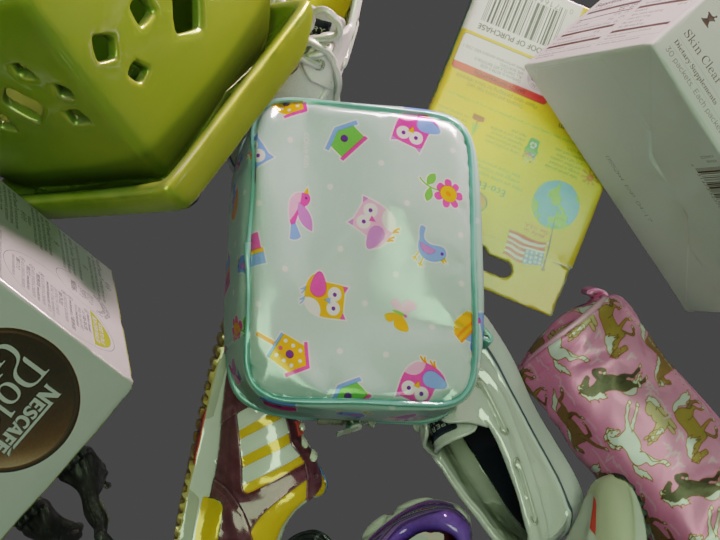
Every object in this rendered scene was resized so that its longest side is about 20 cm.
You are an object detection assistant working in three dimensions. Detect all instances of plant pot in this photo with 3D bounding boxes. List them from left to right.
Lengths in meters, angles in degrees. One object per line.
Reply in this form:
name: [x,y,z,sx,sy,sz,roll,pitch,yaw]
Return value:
plant pot: [-0.159,-0.143,1.257,0.182,0.199,0.200,55,52,-30]

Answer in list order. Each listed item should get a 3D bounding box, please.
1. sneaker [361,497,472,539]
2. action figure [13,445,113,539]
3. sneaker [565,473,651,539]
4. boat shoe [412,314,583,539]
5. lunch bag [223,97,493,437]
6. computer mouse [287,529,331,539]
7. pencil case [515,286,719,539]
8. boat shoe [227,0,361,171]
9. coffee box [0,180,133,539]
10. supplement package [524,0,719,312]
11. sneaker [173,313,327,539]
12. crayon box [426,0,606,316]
sneaker: [-0.010,0.214,1.324,0.081,0.083,0.200,44,83,3]
action figure: [-0.154,0.211,1.277,0.119,0.102,0.200,-47,60,25]
sneaker: [0.114,0.216,1.292,0.093,0.070,0.201,15,83,-8]
boat shoe: [0.067,0.090,1.342,0.200,0.074,0.065,53,41,5]
lunch bag: [0.000,0.000,1.295,0.160,0.077,0.201,4,76,-13]
computer mouse: [-0.088,0.231,1.316,0.200,0.034,0.059,-39,62,13]
pencil case: [0.187,0.106,1.355,0.200,0.083,0.086,48,52,4]
boat shoe: [-0.034,-0.152,1.362,0.074,0.086,0.203,23,81,-1]
coffee box: [-0.265,0.046,1.171,0.198,0.200,0.200,40,97,-20]
supplement package: [0.227,-0.084,1.310,0.111,0.156,0.200,-41,106,-19]
sneaker: [-0.060,0.104,1.345,0.090,0.075,0.201,13,89,-5]
crayon box: [0.100,-0.082,1.388,0.127,0.051,0.201,23,81,-1]
